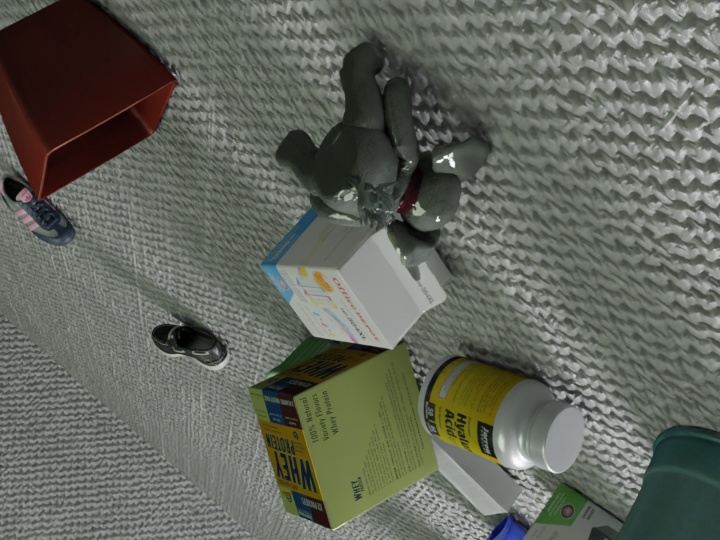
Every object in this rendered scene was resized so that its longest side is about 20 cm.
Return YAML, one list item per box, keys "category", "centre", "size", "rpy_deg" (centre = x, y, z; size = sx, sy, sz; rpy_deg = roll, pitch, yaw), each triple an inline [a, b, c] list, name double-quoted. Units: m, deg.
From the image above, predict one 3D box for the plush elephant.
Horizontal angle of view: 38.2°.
- category: "plush elephant"
  centre: [0.036, -0.098, 1.031]
  size: [0.153, 0.165, 0.201]
  rpy_deg: [16, -147, -38]

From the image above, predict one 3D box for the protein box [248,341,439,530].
- category: "protein box"
  centre: [-0.023, 0.226, 1.489]
  size: [0.134, 0.198, 0.202]
  rpy_deg: [0, 109, 56]

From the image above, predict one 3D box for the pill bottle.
- category: "pill bottle"
  centre: [0.175, 0.181, 1.294]
  size: [0.198, 0.112, 0.112]
  rpy_deg: [14, 144, 46]

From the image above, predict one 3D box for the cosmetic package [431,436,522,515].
- category: "cosmetic package"
  centre: [0.148, 0.283, 1.575]
  size: [0.200, 0.051, 0.082]
  rpy_deg: [45, 158, -3]

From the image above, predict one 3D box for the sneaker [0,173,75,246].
- category: "sneaker"
  centre: [-0.674, -0.125, 2.144]
  size: [0.199, 0.070, 0.082]
  rpy_deg: [34, 158, 16]

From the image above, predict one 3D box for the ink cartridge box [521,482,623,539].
- category: "ink cartridge box"
  centre: [0.317, 0.413, 1.414]
  size: [0.198, 0.146, 0.085]
  rpy_deg: [31, 153, 22]

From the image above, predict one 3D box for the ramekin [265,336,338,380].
- category: "ramekin"
  centre: [-0.049, 0.201, 1.687]
  size: [0.199, 0.098, 0.201]
  rpy_deg: [34, 155, 18]

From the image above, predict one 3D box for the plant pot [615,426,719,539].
- category: "plant pot"
  centre: [0.359, 0.311, 1.121]
  size: [0.199, 0.196, 0.201]
  rpy_deg: [34, 155, 18]

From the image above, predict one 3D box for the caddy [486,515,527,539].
- category: "caddy"
  centre: [0.215, 0.478, 1.684]
  size: [0.104, 0.142, 0.201]
  rpy_deg: [34, 154, 9]

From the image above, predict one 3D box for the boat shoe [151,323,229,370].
- category: "boat shoe"
  centre: [-0.349, 0.141, 2.079]
  size: [0.198, 0.074, 0.061]
  rpy_deg: [21, 149, 35]

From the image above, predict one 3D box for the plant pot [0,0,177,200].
- category: "plant pot"
  centre: [-0.389, -0.243, 1.385]
  size: [0.177, 0.199, 0.200]
  rpy_deg: [55, 155, -1]

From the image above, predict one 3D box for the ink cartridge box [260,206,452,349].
- category: "ink cartridge box"
  centre: [0.000, 0.000, 1.247]
  size: [0.199, 0.125, 0.129]
  rpy_deg: [3, 135, 56]
